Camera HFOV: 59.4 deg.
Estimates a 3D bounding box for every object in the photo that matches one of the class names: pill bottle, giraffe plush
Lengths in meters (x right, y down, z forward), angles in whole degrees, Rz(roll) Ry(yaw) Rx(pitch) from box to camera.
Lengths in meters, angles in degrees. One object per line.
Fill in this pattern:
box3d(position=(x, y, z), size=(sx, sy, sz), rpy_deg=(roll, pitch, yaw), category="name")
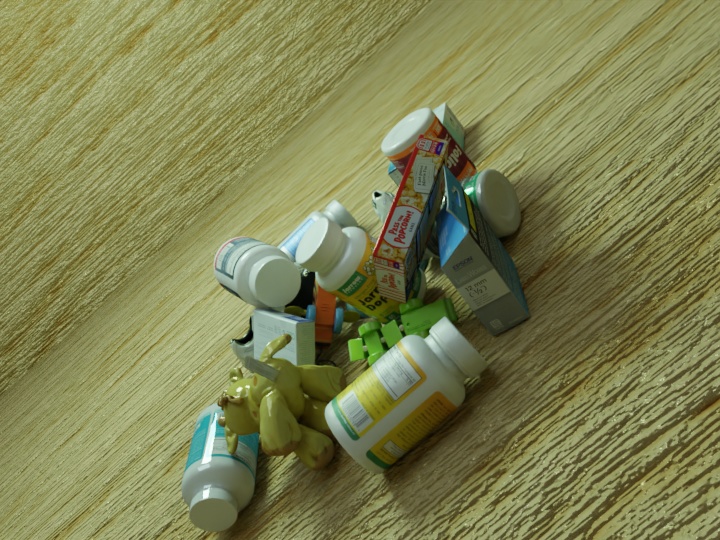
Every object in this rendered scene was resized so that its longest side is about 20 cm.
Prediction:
box3d(position=(-0.102, -0.064, 1.450), size=(0.200, 0.112, 0.112), rpy_deg=(-45, 23, -3), category="pill bottle")
box3d(position=(0.157, -0.085, 1.066), size=(0.200, 0.113, 0.113), rpy_deg=(-21, 32, 42), category="pill bottle")
box3d(position=(0.141, -0.185, 1.152), size=(0.114, 0.200, 0.114), rpy_deg=(-35, 25, 19), category="pill bottle")
box3d(position=(-0.221, 0.310, 1.003), size=(0.111, 0.111, 0.200), rpy_deg=(-37, 24, 14), category="pill bottle")
box3d(position=(0.000, 0.000, 1.022), size=(0.113, 0.200, 0.113), rpy_deg=(-40, 31, 31), category="pill bottle")
box3d(position=(-0.138, 0.206, 0.943), size=(0.162, 0.200, 0.173), rpy_deg=(-28, 25, 41), category="giraffe plush")
box3d(position=(0.062, 0.155, 0.811), size=(0.200, 0.113, 0.113), rpy_deg=(-42, 23, 3), category="pill bottle")
box3d(position=(-0.195, 0.006, 1.205), size=(0.120, 0.120, 0.200), rpy_deg=(-49, 30, -13), category="pill bottle")

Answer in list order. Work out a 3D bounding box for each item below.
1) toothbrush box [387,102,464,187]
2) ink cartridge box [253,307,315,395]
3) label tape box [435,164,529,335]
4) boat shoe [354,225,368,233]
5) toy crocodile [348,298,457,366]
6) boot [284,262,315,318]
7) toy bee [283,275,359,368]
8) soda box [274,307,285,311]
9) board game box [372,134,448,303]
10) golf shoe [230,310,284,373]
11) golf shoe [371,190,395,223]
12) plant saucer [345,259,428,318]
box3d(position=(0.153, -0.274, 1.433), size=(0.146, 0.085, 0.200), rpy_deg=(-29, 26, 30), category="toothbrush box")
box3d(position=(-0.135, 0.174, 1.095), size=(0.200, 0.041, 0.200), rpy_deg=(8, 98, 60), category="ink cartridge box")
box3d(position=(0.149, -0.030, 0.872), size=(0.066, 0.200, 0.143), rpy_deg=(-32, 25, 21), category="label tape box")
box3d(position=(-0.057, -0.048, 1.333), size=(0.200, 0.067, 0.057), rpy_deg=(-16, -24, -48), category="boat shoe")
box3d(position=(0.061, 0.098, 0.984), size=(0.200, 0.062, 0.068), rpy_deg=(-30, 66, 24), category="toy crocodile")
box3d(position=(-0.071, 0.045, 1.230), size=(0.203, 0.073, 0.154), rpy_deg=(-20, 60, 24), category="boot")
box3d(position=(-0.079, 0.099, 1.143), size=(0.200, 0.131, 0.109), rpy_deg=(-65, 5, -21), category="toy bee")
box3d(position=(-0.224, 0.051, 1.510), size=(0.068, 0.063, 0.200), rpy_deg=(-50, 24, -13), category="soda box")
box3d(position=(0.077, -0.071, 0.922), size=(0.152, 0.046, 0.200), rpy_deg=(79, -149, -65), category="board game box")
box3d(position=(-0.175, 0.113, 1.286), size=(0.200, 0.097, 0.078), rpy_deg=(-46, 21, -10), category="golf shoe")
box3d(position=(0.065, -0.125, 1.259), size=(0.078, 0.097, 0.200), rpy_deg=(-39, 7, 3), category="golf shoe")
box3d(position=(0.043, 0.007, 1.204), size=(0.200, 0.027, 0.200), rpy_deg=(-34, 25, 19), category="plant saucer")
